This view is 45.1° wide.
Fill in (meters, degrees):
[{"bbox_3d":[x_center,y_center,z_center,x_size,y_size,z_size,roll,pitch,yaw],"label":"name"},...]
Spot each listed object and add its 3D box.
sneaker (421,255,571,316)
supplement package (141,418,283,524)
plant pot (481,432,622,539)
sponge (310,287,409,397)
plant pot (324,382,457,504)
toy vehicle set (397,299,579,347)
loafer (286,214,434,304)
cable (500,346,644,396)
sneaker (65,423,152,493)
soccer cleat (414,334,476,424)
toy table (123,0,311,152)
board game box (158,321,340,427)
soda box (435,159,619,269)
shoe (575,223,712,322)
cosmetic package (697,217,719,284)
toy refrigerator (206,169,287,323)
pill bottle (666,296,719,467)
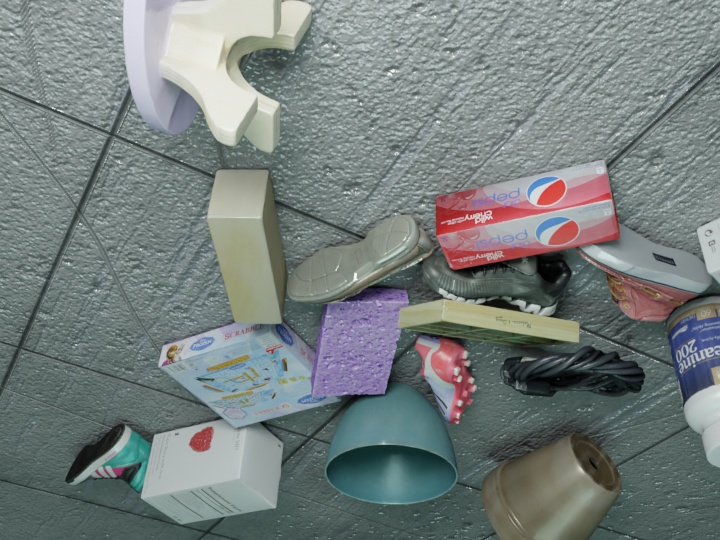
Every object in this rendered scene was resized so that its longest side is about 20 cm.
[{"bbox_3d":[0.172,-0.001,1.062,0.198,0.067,0.091,11,136,-20],"label":"sneaker"},{"bbox_3d":[-0.247,0.336,1.463,0.198,0.122,0.120,-16,137,22],"label":"supplement package"},{"bbox_3d":[0.329,0.367,1.427,0.199,0.201,0.174,28,119,-27],"label":"plant pot"},{"bbox_3d":[-0.005,0.104,1.203,0.110,0.030,0.201,0,134,-11],"label":"sponge"},{"bbox_3d":[0.048,0.252,1.326,0.198,0.136,0.201,2,142,2],"label":"plant pot"},{"bbox_3d":[0.163,0.070,1.116,0.198,0.027,0.124,10,169,-21],"label":"toy vehicle set"},{"bbox_3d":[0.000,0.000,1.077,0.199,0.073,0.063,-26,140,27],"label":"loafer"},{"bbox_3d":[0.302,0.136,1.183,0.198,0.051,0.163,9,158,-16],"label":"cable"},{"bbox_3d":[-0.425,0.348,1.529,0.120,0.084,0.199,39,129,-24],"label":"sneaker"},{"bbox_3d":[0.124,0.159,1.277,0.076,0.067,0.201,25,154,24],"label":"soccer cleat"},{"bbox_3d":[-0.127,-0.194,0.772,0.116,0.185,0.201,17,154,8],"label":"toy table"},{"bbox_3d":[-0.161,0.154,1.295,0.198,0.041,0.200,-17,137,22],"label":"board game box"},{"bbox_3d":[0.188,-0.061,0.988,0.198,0.064,0.070,-12,139,17],"label":"soda box"},{"bbox_3d":[0.323,0.007,1.053,0.198,0.072,0.091,16,134,-22],"label":"shoe"},{"bbox_3d":[0.502,-0.040,0.983,0.199,0.072,0.101,-31,130,34],"label":"cosmetic package"},{"bbox_3d":[-0.135,-0.024,1.048,0.069,0.077,0.201,1,142,3],"label":"toy refrigerator"},{"bbox_3d":[0.463,0.143,1.108,0.110,0.202,0.112,2,141,1],"label":"pill bottle"}]
